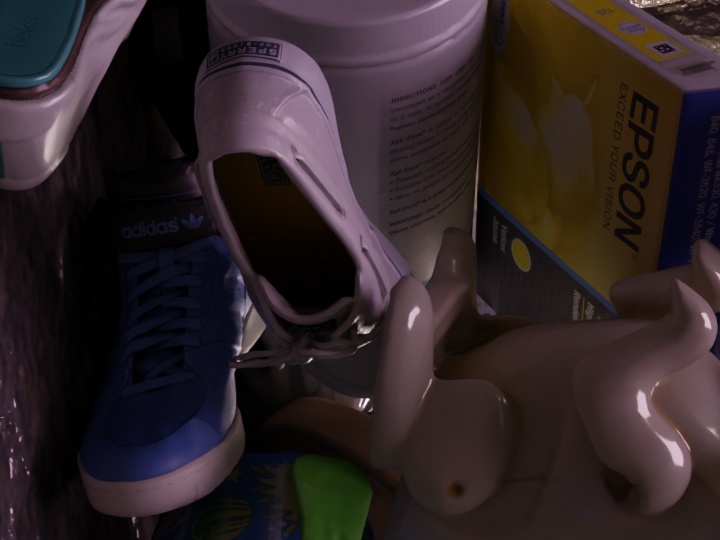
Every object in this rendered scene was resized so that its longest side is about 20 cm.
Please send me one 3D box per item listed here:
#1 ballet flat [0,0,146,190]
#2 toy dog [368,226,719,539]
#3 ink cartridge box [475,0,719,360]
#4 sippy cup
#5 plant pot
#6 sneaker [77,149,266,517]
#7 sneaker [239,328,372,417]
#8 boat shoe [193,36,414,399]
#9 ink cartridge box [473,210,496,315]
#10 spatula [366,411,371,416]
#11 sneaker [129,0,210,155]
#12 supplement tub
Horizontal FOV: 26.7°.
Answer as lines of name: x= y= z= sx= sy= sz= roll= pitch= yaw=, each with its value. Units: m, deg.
ballet flat: x=-0.123 y=-0.105 z=0.632 sx=0.200 sy=0.069 sz=0.070 roll=-77 pitch=157 yaw=-49
toy dog: x=0.110 y=0.082 z=0.625 sx=0.140 sy=0.200 sz=0.194 roll=-18 pitch=117 yaw=-75
ink cartridge box: x=0.122 y=-0.020 z=0.704 sx=0.200 sy=0.047 sz=0.198 roll=48 pitch=-33 yaw=46
sippy cup: x=-0.044 y=0.154 z=0.653 sx=0.140 sy=0.178 sz=0.130 roll=46 pitch=29 yaw=-34
plant pot: x=-0.003 y=0.173 z=0.833 sx=0.093 sy=0.201 sz=0.201 roll=-43 pitch=136 yaw=-28
sneaker: x=-0.088 y=0.014 z=0.667 sx=0.200 sy=0.077 sz=0.111 roll=-73 pitch=153 yaw=-62
sneaker: x=-0.030 y=0.073 z=0.916 sx=0.078 sy=0.099 sz=0.200 roll=-46 pitch=165 yaw=-29
boat shoe: x=-0.020 y=0.007 z=0.619 sx=0.202 sy=0.074 sz=0.086 roll=73 pitch=16 yaw=-47
ink cartridge box: x=0.060 y=0.063 z=1.182 sx=0.085 sy=0.144 sz=0.200 roll=-64 pitch=145 yaw=-67
spatula: x=0.006 y=0.136 z=0.896 sx=0.200 sy=0.021 sz=0.057 roll=89 pitch=-24 yaw=-58
sneaker: x=-0.090 y=-0.143 z=0.770 sx=0.100 sy=0.069 sz=0.200 roll=-78 pitch=157 yaw=-52
supplement tub: x=-0.006 y=-0.079 z=0.743 sx=0.200 sy=0.132 sz=0.132 roll=91 pitch=2 yaw=-46
